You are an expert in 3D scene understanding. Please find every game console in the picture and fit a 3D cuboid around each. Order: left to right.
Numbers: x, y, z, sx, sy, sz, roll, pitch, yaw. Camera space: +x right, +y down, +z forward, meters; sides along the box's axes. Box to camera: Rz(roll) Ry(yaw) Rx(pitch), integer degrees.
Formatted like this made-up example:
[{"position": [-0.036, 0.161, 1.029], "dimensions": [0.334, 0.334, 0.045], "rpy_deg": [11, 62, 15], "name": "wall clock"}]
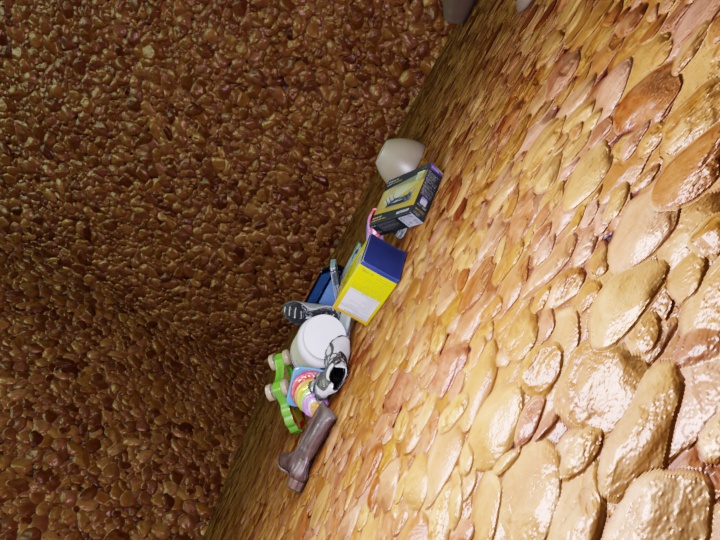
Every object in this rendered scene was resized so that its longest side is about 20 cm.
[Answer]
[{"position": [-0.107, 0.090, 1.992], "dimensions": [0.203, 0.169, 0.119], "rpy_deg": [-59, 17, 18], "name": "game console"}]

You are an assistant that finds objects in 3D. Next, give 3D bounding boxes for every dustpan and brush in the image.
[{"position": [-0.029, 0.134, 1.735], "dimensions": [0.199, 0.056, 0.143], "rpy_deg": [168, 116, -72], "name": "dustpan and brush"}]

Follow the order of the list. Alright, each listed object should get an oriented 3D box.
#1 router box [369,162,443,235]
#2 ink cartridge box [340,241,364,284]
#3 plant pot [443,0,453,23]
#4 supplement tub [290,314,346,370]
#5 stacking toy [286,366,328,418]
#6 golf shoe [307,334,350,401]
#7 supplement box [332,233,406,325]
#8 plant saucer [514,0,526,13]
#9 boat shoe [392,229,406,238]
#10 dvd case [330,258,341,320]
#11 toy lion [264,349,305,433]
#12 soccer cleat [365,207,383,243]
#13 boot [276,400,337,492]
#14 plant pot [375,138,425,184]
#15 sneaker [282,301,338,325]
[{"position": [0.120, -0.188, 1.550], "dimensions": [0.198, 0.052, 0.160], "rpy_deg": [-13, 48, 57], "name": "router box"}, {"position": [0.000, 0.000, 1.833], "dimensions": [0.149, 0.082, 0.200], "rpy_deg": [-62, 7, 7], "name": "ink cartridge box"}, {"position": [0.464, -1.287, 2.746], "dimensions": [0.203, 0.195, 0.177], "rpy_deg": [-70, -6, -45], "name": "plant pot"}, {"position": [-0.121, 0.217, 1.655], "dimensions": [0.147, 0.142, 0.200], "rpy_deg": [-66, 5, -26], "name": "supplement tub"}, {"position": [-0.124, 0.342, 1.515], "dimensions": [0.200, 0.107, 0.119], "rpy_deg": [-141, 65, -72], "name": "stacking toy"}, {"position": [-0.055, 0.246, 1.477], "dimensions": [0.093, 0.078, 0.202], "rpy_deg": [-22, 32, 41], "name": "golf shoe"}, {"position": [0.021, 0.026, 1.490], "dimensions": [0.201, 0.107, 0.111], "rpy_deg": [-56, 10, 42], "name": "supplement box"}, {"position": [0.463, -0.779, 1.509], "dimensions": [0.203, 0.029, 0.201], "rpy_deg": [-63, 7, 14], "name": "plant saucer"}, {"position": [0.108, -0.163, 1.712], "dimensions": [0.072, 0.063, 0.201], "rpy_deg": [-59, 8, 23], "name": "boat shoe"}, {"position": [-0.071, 0.075, 1.864], "dimensions": [0.146, 0.021, 0.206], "rpy_deg": [-99, 1, -78], "name": "dvd case"}, {"position": [-0.210, 0.366, 1.696], "dimensions": [0.067, 0.195, 0.202], "rpy_deg": [-19, 33, 8], "name": "toy lion"}, {"position": [0.042, -0.080, 1.672], "dimensions": [0.077, 0.065, 0.206], "rpy_deg": [71, -158, -71], "name": "soccer cleat"}, {"position": [-0.127, 0.403, 1.391], "dimensions": [0.204, 0.063, 0.186], "rpy_deg": [-67, 20, -3], "name": "boot"}, {"position": [0.133, -0.405, 2.119], "dimensions": [0.203, 0.132, 0.201], "rpy_deg": [-60, 8, 15], "name": "plant pot"}, {"position": [-0.163, 0.143, 1.904], "dimensions": [0.079, 0.194, 0.076], "rpy_deg": [-18, -65, -80], "name": "sneaker"}]
